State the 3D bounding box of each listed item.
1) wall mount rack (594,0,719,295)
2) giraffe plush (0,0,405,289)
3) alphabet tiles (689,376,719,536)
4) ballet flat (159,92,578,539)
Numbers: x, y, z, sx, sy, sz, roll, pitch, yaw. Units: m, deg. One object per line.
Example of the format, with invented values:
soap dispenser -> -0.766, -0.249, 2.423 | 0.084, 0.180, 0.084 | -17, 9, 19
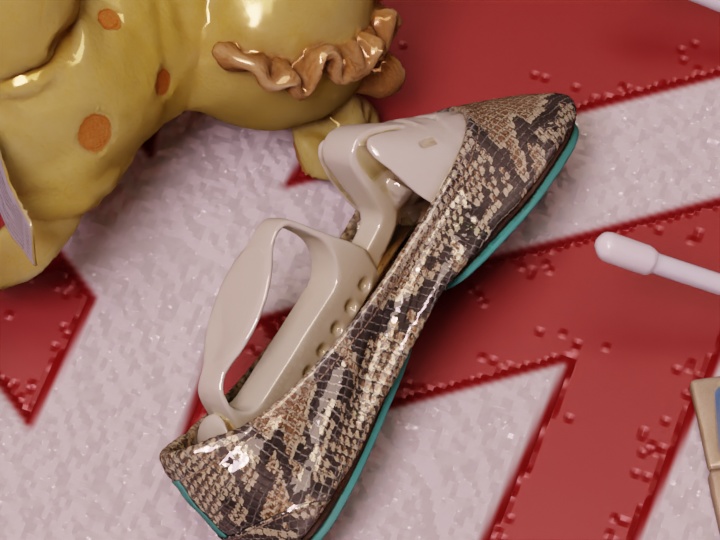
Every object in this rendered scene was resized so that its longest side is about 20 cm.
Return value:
wall mount rack -> 0.175, -0.044, 0.957 | 0.174, 0.075, 0.200 | -3, 57, 17
giraffe plush -> -0.069, -0.096, 0.954 | 0.162, 0.173, 0.200 | -13, 62, -22
alphabet tiles -> 0.203, 0.085, 0.934 | 0.166, 0.006, 0.200 | -8, 65, -3
ballet flat -> 0.000, 0.000, 0.938 | 0.075, 0.068, 0.200 | 42, 70, -21
